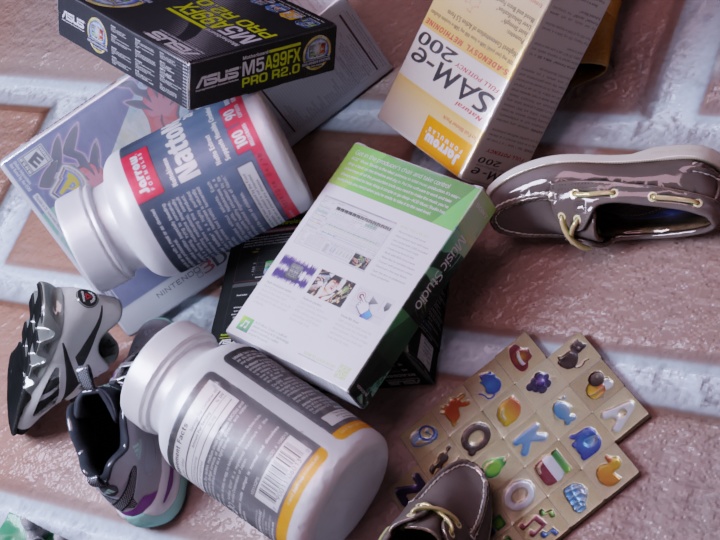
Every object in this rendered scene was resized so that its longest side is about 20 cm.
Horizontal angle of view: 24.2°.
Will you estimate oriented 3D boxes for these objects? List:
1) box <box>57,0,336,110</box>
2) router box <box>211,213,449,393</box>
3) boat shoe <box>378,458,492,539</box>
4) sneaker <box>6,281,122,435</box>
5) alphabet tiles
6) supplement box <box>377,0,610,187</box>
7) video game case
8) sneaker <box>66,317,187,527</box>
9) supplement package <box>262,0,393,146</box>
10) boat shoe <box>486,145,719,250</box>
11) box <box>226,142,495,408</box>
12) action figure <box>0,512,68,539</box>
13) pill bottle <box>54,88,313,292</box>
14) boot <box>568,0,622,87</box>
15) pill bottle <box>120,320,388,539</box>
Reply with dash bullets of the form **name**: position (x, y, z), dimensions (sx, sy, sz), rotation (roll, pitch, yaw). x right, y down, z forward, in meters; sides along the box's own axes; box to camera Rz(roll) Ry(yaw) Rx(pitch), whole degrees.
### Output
- **box**: position (-0.142, -0.208, 1.452), dimensions (0.160, 0.044, 0.200), rotation (-19, 37, -36)
- **router box**: position (-0.025, 0.025, 1.425), dimensions (0.199, 0.062, 0.150), rotation (-6, 57, 27)
- **boat shoe**: position (0.046, 0.207, 1.215), dimensions (0.072, 0.060, 0.200), rotation (24, 49, 16)
- **sneaker**: position (-0.263, 0.086, 1.491), dimensions (0.200, 0.088, 0.074), rotation (124, 142, -48)
- **alphabet tiles**: position (0.120, 0.142, 1.300), dimensions (0.200, 0.006, 0.167), rotation (-39, 48, 2)
- **supplement box**: position (0.114, -0.185, 1.426), dimensions (0.126, 0.073, 0.201), rotation (40, 110, 42)
- **video game case**: position (-0.192, -0.067, 1.509), dimensions (0.182, 0.200, 0.023), rotation (-33, 16, 7)
- **sneaker**: position (-0.199, 0.104, 1.422), dimensions (0.077, 0.140, 0.201), rotation (-18, 52, 20)
- **supplement package**: position (-0.093, -0.190, 1.575), dimensions (0.200, 0.114, 0.110), rotation (-37, 48, 2)
- **boat shoe**: position (0.192, -0.051, 1.339), dimensions (0.199, 0.072, 0.060), rotation (-6, 53, 23)
- **box**: position (0.000, 0.000, 1.363), dimensions (0.144, 0.036, 0.200), rotation (24, 74, 39)
- **action figure**: position (-0.306, 0.310, 1.409), dimensions (0.118, 0.055, 0.201), rotation (16, 73, 34)
- **pill bottle**: position (-0.152, -0.064, 1.435), dimensions (0.199, 0.120, 0.120), rotation (-27, 49, 2)
- **boot**: position (0.214, -0.238, 1.466), dimensions (0.200, 0.071, 0.145), rotation (-17, 58, 25)
- **pill bottle**: position (-0.086, 0.129, 1.325), dimensions (0.200, 0.116, 0.117), rotation (32, 78, 24)
